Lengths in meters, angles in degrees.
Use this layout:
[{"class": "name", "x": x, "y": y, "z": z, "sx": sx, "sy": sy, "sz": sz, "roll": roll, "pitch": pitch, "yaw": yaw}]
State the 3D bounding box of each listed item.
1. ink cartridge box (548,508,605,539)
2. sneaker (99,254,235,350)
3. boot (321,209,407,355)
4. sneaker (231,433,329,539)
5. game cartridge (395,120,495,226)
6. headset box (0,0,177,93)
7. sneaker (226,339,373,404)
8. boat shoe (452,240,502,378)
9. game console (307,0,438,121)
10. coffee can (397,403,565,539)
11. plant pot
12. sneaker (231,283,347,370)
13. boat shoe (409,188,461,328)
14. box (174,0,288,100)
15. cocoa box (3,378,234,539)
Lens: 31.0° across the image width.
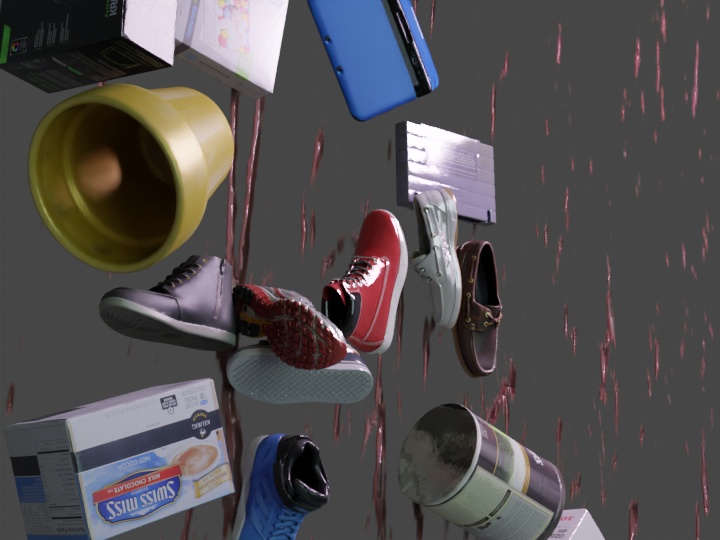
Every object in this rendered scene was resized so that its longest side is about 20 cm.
[{"class": "ink cartridge box", "x": 0.259, "y": 0.463, "z": 1.859, "sx": 0.200, "sy": 0.146, "sz": 0.146, "roll": -45, "pitch": 112, "yaw": -41}, {"class": "sneaker", "x": -0.228, "y": 0.026, "z": 1.531, "sx": 0.199, "sy": 0.074, "sz": 0.108, "roll": 21, "pitch": 61, "yaw": -50}, {"class": "boot", "x": 0.000, "y": 0.000, "z": 1.732, "sx": 0.144, "sy": 0.072, "sz": 0.203, "roll": 33, "pitch": 59, "yaw": -58}, {"class": "sneaker", "x": -0.092, "y": 0.297, "z": 1.569, "sx": 0.076, "sy": 0.110, "sz": 0.203, "roll": 20, "pitch": 68, "yaw": -40}, {"class": "game cartridge", "x": 0.128, "y": -0.145, "z": 1.948, "sx": 0.198, "sy": 0.038, "sz": 0.131, "roll": 11, "pitch": 70, "yaw": -43}, {"class": "headset box", "x": -0.305, "y": -0.305, "z": 1.438, "sx": 0.093, "sy": 0.198, "sz": 0.177, "roll": 25, "pitch": 64, "yaw": -57}, {"class": "sneaker", "x": -0.085, "y": 0.121, "z": 1.647, "sx": 0.198, "sy": 0.079, "sz": 0.080, "roll": 11, "pitch": 28, "yaw": -29}, {"class": "boat shoe", "x": 0.175, "y": 0.057, "z": 1.923, "sx": 0.070, "sy": 0.070, "sz": 0.203, "roll": -6, "pitch": 86, "yaw": -46}, {"class": "game console", "x": 0.022, "y": -0.337, "z": 1.894, "sx": 0.171, "sy": 0.117, "sz": 0.202, "roll": -53, "pitch": 123, "yaw": -74}, {"class": "coffee can", "x": 0.170, "y": 0.293, "z": 1.808, "sx": 0.199, "sy": 0.145, "sz": 0.148, "roll": 34, "pitch": 58, "yaw": -35}, {"class": "plant pot", "x": -0.242, "y": -0.124, "z": 1.470, "sx": 0.203, "sy": 0.199, "sz": 0.189, "roll": 65, "pitch": 30, "yaw": -12}, {"class": "sneaker", "x": -0.077, "y": 0.060, "z": 1.576, "sx": 0.081, "sy": 0.199, "sz": 0.079, "roll": -2, "pitch": 110, "yaw": -39}, {"class": "boat shoe", "x": 0.102, "y": -0.015, "z": 1.872, "sx": 0.068, "sy": 0.071, "sz": 0.203, "roll": -6, "pitch": 95, "yaw": -20}, {"class": "box", "x": -0.186, "y": -0.332, "z": 1.669, "sx": 0.199, "sy": 0.041, "sz": 0.158, "roll": 26, "pitch": 63, "yaw": -40}, {"class": "cocoa box", "x": -0.259, "y": 0.207, "z": 1.406, "sx": 0.199, "sy": 0.132, "sz": 0.133, "roll": -12, "pitch": 90, "yaw": -45}]
